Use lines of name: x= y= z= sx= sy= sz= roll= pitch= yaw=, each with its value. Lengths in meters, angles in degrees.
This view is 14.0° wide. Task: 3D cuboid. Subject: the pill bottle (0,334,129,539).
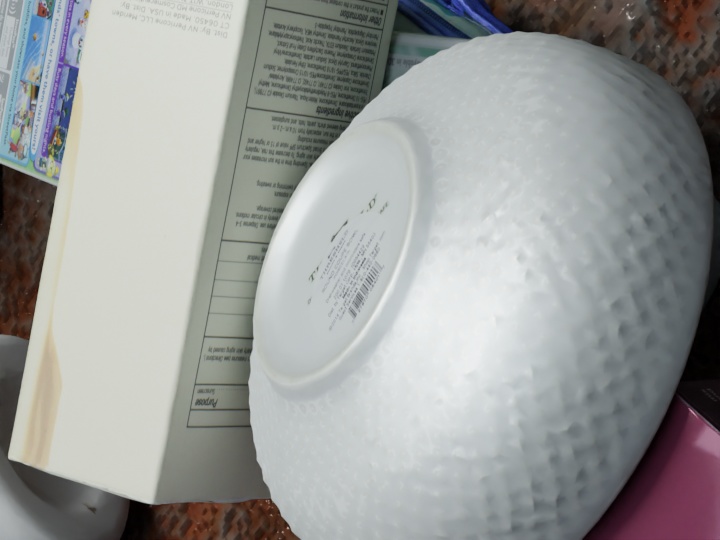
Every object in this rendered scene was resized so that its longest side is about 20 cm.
pill bottle: x=-0.205 y=0.118 z=1.272 sx=0.200 sy=0.109 sz=0.110 roll=-31 pitch=74 yaw=27

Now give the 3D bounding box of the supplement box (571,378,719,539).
supplement box: x=0.144 y=0.101 z=1.006 sx=0.086 sy=0.200 sz=0.111 roll=43 pitch=110 yaw=24

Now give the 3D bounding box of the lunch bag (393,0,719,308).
lunch bag: x=0.033 y=-0.016 z=1.148 sx=0.200 sy=0.082 sz=0.161 roll=39 pitch=106 yaw=25

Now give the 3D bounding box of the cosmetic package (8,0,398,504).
cosmetic package: x=-0.056 y=-0.020 z=1.068 sx=0.071 sy=0.105 sz=0.201 roll=14 pitch=94 yaw=31

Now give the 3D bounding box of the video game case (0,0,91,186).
video game case: x=-0.114 y=-0.136 z=1.171 sx=0.182 sy=0.022 sz=0.201 roll=21 pitch=103 yaw=50

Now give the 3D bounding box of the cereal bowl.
cereal bowl: x=0.023 y=0.008 z=0.978 sx=0.200 sy=0.083 sz=0.201 roll=-40 pitch=37 yaw=39

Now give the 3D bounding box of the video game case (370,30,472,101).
video game case: x=0.000 y=0.000 z=1.106 sx=0.199 sy=0.023 sz=0.183 roll=9 pitch=93 yaw=29
